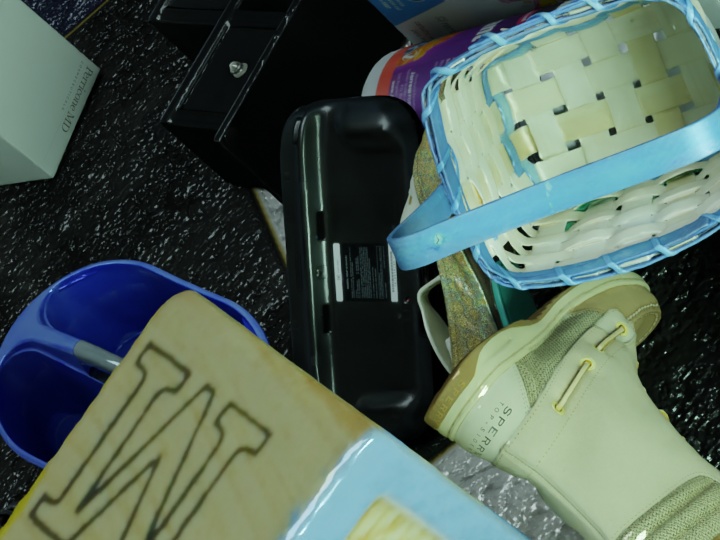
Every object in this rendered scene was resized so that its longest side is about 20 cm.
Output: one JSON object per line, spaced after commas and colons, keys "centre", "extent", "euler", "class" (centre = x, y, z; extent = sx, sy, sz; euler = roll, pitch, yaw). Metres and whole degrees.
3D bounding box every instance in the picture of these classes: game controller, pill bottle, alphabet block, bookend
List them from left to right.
{"centre": [-0.081, -0.153, 1.541], "extent": [0.199, 0.092, 0.199], "euler": [11, 66, 49], "class": "bookend"}
{"centre": [-0.044, 0.161, 1.151], "extent": [0.197, 0.195, 0.200], "euler": [-52, 39, -4], "class": "alphabet block"}
{"centre": [0.000, 0.000, 1.300], "extent": [0.104, 0.042, 0.202], "euler": [-1, 95, 34], "class": "game controller"}
{"centre": [0.107, -0.095, 1.295], "extent": [0.199, 0.111, 0.112], "euler": [-12, 50, 37], "class": "pill bottle"}

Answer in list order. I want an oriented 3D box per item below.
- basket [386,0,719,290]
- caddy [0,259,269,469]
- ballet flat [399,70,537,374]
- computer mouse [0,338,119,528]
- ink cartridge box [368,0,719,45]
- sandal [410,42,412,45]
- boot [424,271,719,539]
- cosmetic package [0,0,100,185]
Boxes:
{"centre": [0.116, -0.064, 1.118], "extent": [0.175, 0.140, 0.200], "euler": [-19, 8, 24], "class": "basket"}
{"centre": [-0.130, 0.075, 1.346], "extent": [0.199, 0.105, 0.142], "euler": [22, 73, 33], "class": "caddy"}
{"centre": [0.057, -0.009, 1.235], "extent": [0.070, 0.071, 0.201], "euler": [-14, 91, 36], "class": "ballet flat"}
{"centre": [-0.179, 0.098, 1.463], "extent": [0.109, 0.044, 0.201], "euler": [-9, 58, 45], "class": "computer mouse"}
{"centre": [0.109, -0.194, 1.309], "extent": [0.199, 0.144, 0.085], "euler": [-7, 70, 24], "class": "ink cartridge box"}
{"centre": [0.112, -0.179, 1.419], "extent": [0.199, 0.043, 0.076], "euler": [-22, 45, 30], "class": "sandal"}
{"centre": [0.139, 0.082, 1.133], "extent": [0.155, 0.200, 0.073], "euler": [41, 119, 16], "class": "boot"}
{"centre": [-0.303, -0.161, 1.674], "extent": [0.084, 0.200, 0.108], "euler": [-6, 56, 43], "class": "cosmetic package"}
